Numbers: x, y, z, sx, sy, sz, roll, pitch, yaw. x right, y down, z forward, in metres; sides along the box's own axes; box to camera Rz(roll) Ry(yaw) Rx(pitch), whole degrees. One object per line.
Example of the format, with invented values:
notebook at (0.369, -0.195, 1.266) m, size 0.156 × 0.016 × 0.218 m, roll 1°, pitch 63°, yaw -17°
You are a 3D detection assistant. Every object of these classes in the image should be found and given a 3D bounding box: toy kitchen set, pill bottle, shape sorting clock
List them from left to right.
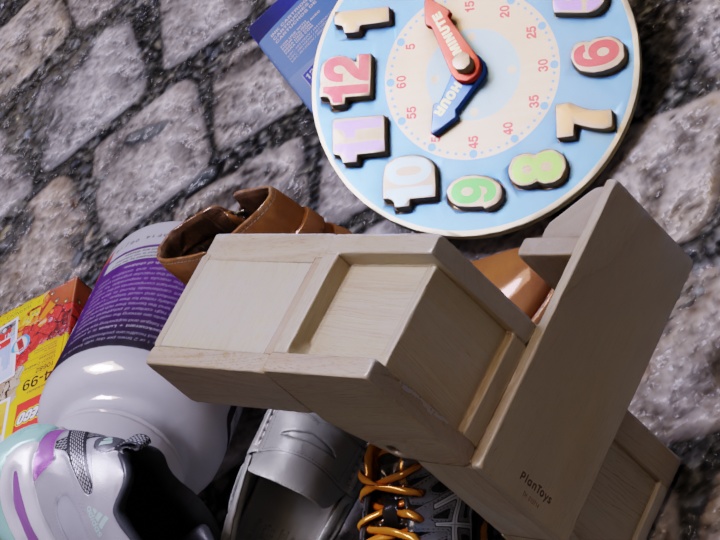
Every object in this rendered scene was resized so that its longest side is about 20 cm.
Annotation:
pill bottle at (-0.123, 0.068, 1.361) m, size 0.111 × 0.111 × 0.200 m, roll -26°, pitch 25°, yaw 28°
toy kitchen set at (0.047, 0.036, 1.172) m, size 0.180 × 0.200 × 0.163 m, roll 1°, pitch 56°, yaw 50°
shape sorting clock at (0.066, -0.116, 1.369) m, size 0.200 × 0.039 × 0.200 m, roll -6°, pitch 74°, yaw 20°

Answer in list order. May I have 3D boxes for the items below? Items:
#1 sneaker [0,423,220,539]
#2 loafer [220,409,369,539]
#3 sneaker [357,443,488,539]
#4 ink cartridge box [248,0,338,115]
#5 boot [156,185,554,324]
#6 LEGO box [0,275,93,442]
sneaker at (-0.113, 0.176, 1.228) m, size 0.140 × 0.200 × 0.078 m, roll -3°, pitch 25°, yaw 34°
loafer at (-0.027, 0.106, 1.247) m, size 0.070 × 0.070 × 0.200 m, roll -28°, pitch -41°, yaw -82°
sneaker at (0.028, 0.128, 1.207) m, size 0.078 × 0.077 × 0.200 m, roll -14°, pitch 47°, yaw 35°
ink cartridge box at (0.014, -0.155, 1.512) m, size 0.136 × 0.076 × 0.200 m, roll -43°, pitch 33°, yaw 5°
boot at (0.000, 0.000, 1.292) m, size 0.200 × 0.155 × 0.077 m, roll -22°, pitch 33°, yaw 32°
LEGO box at (-0.241, 0.115, 1.507) m, size 0.200 × 0.077 × 0.149 m, roll -26°, pitch 39°, yaw 27°
